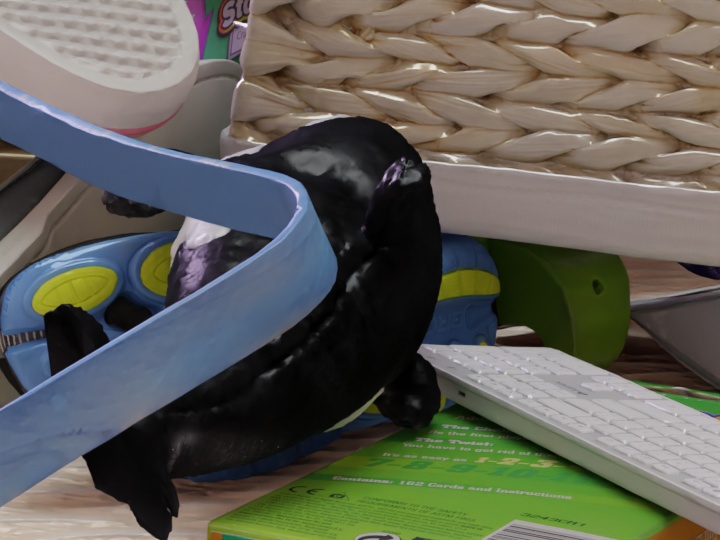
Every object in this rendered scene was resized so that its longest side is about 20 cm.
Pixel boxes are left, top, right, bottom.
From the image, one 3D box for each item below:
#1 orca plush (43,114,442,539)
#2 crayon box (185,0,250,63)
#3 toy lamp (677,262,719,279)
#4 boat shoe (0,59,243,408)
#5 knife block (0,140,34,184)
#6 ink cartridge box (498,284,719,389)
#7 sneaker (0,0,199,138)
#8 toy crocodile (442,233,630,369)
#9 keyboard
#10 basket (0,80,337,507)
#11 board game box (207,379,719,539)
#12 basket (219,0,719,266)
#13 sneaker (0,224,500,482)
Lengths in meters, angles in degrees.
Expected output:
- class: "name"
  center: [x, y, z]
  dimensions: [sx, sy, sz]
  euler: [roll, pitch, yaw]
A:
- class: "orca plush"
  center: [-0.017, -0.010, 0.769]
  dimensions: [0.105, 0.071, 0.200]
  euler: [46, 27, 13]
- class: "crayon box"
  center: [0.038, -0.072, 1.161]
  dimensions: [0.172, 0.058, 0.200]
  euler: [17, -7, -33]
- class: "toy lamp"
  center: [0.034, -0.022, 1.074]
  dimensions: [0.200, 0.058, 0.058]
  euler: [-2, 9, 24]
- class: "boat shoe"
  center: [-0.096, -0.013, 0.923]
  dimensions: [0.062, 0.073, 0.200]
  euler: [7, 33, 26]
- class: "knife block"
  center: [-0.222, -0.018, 1.030]
  dimensions: [0.175, 0.064, 0.200]
  euler: [-8, 16, -39]
- class: "ink cartridge box"
  center: [0.170, 0.020, 1.005]
  dimensions: [0.162, 0.057, 0.200]
  euler: [-9, -5, -41]
- class: "sneaker"
  center: [-0.129, -0.069, 0.931]
  dimensions: [0.200, 0.105, 0.075]
  euler: [34, 39, 31]
- class: "toy crocodile"
  center: [0.000, 0.000, 1.010]
  dimensions: [0.200, 0.062, 0.067]
  euler: [4, 10, 31]
- class: "keyboard"
  center: [0.078, 0.044, 0.781]
  dimensions: [0.056, 0.011, 0.200]
  euler: [-4, 14, -27]
- class: "basket"
  center: [-0.124, 0.025, 0.592]
  dimensions: [0.200, 0.139, 0.176]
  euler: [-37, 28, -21]
- class: "board game box"
  center: [0.050, 0.059, 0.786]
  dimensions: [0.095, 0.030, 0.200]
  euler: [8, 16, 26]
- class: "basket"
  center: [0.067, -0.080, 0.944]
  dimensions: [0.199, 0.124, 0.136]
  euler: [8, 14, 8]
- class: "sneaker"
  center: [-0.038, 0.020, 0.882]
  dimensions: [0.083, 0.071, 0.199]
  euler: [4, 6, 36]
